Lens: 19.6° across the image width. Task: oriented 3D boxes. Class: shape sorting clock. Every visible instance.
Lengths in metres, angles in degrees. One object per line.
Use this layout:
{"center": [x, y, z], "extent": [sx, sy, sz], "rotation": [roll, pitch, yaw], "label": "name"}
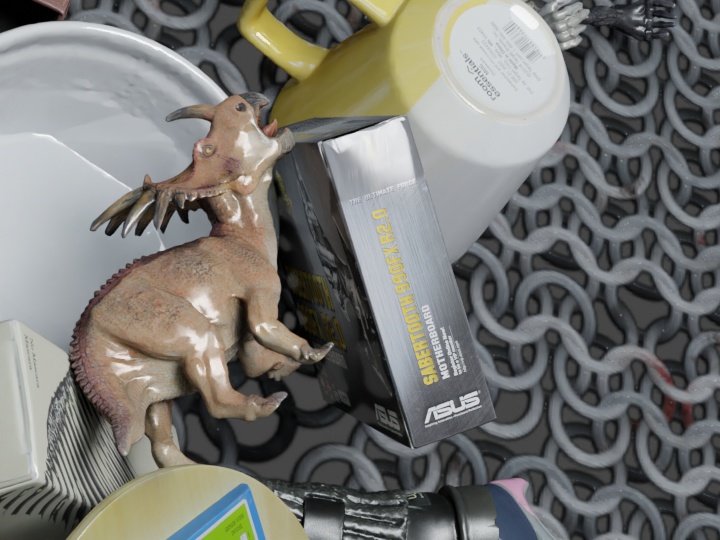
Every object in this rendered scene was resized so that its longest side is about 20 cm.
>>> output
{"center": [-0.084, 0.188, 0.950], "extent": [0.200, 0.039, 0.200], "rotation": [-3, 94, -53], "label": "shape sorting clock"}

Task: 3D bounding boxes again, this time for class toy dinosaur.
{"center": [-0.090, 0.016, 0.994], "extent": [0.136, 0.086, 0.200], "rotation": [46, 48, -3], "label": "toy dinosaur"}

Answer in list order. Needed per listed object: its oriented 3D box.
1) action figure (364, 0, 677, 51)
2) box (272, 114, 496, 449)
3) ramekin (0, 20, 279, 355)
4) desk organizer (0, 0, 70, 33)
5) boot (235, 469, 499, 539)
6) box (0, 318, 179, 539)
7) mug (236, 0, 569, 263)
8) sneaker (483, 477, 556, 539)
{"center": [0.103, -0.186, 1.313], "extent": [0.200, 0.102, 0.119], "rotation": [-6, 84, -32], "label": "action figure"}
{"center": [0.000, 0.000, 1.092], "extent": [0.048, 0.200, 0.159], "rotation": [-20, 99, -12], "label": "box"}
{"center": [-0.153, -0.021, 1.100], "extent": [0.200, 0.105, 0.200], "rotation": [11, 64, -24], "label": "ramekin"}
{"center": [-0.258, -0.162, 1.126], "extent": [0.200, 0.072, 0.077], "rotation": [24, 62, -17], "label": "desk organizer"}
{"center": [-0.012, 0.208, 1.087], "extent": [0.158, 0.079, 0.211], "rotation": [0, 87, -15], "label": "boot"}
{"center": [-0.148, 0.093, 1.000], "extent": [0.068, 0.200, 0.082], "rotation": [-16, 70, 12], "label": "box"}
{"center": [0.028, -0.094, 1.199], "extent": [0.186, 0.153, 0.150], "rotation": [11, 65, -23], "label": "mug"}
{"center": [0.120, 0.204, 1.171], "extent": [0.082, 0.070, 0.200], "rotation": [-36, 93, -40], "label": "sneaker"}
